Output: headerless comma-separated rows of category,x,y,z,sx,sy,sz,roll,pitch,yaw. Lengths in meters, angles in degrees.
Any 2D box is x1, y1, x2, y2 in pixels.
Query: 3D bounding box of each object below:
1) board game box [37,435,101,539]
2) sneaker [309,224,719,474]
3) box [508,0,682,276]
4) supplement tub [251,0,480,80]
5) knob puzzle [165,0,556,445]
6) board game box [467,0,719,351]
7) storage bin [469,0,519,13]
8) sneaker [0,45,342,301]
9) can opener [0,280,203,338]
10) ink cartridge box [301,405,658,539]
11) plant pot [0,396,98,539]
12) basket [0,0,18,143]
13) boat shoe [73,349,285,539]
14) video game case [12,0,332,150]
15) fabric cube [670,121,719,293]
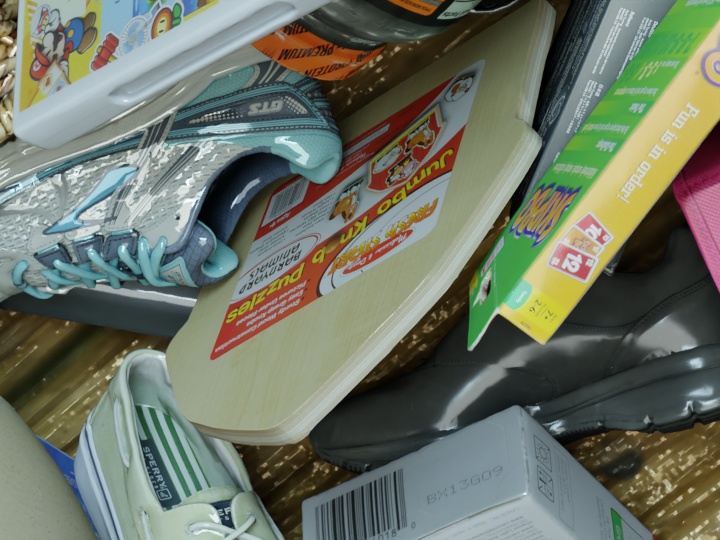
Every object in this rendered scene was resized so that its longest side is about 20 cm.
board game box,-0.178,0.168,1.259,0.200,0.043,0.199,33,106,-7
sneaker,0.072,0.036,1.198,0.200,0.076,0.091,-15,84,11
box,0.114,-0.114,1.104,0.044,0.160,0.200,22,104,-3
supplement tub,0.029,-0.166,1.014,0.123,0.123,0.200,45,119,-5
knob puzzle,0.000,0.000,1.104,0.220,0.220,0.030,-41,113,14
board game box,0.103,-0.056,0.987,0.030,0.096,0.200,38,104,-7
storage bin,-0.022,-0.180,1.139,0.200,0.094,0.135,4,104,6
sneaker,-0.097,-0.024,1.144,0.200,0.078,0.086,-34,76,6
can opener,-0.140,0.001,1.224,0.200,0.053,0.066,6,139,6
ink cartridge box,0.075,0.143,1.202,0.109,0.050,0.200,-26,134,23
plant pot,-0.190,0.116,1.141,0.200,0.200,0.135,-4,69,7
basket,-0.183,-0.066,1.128,0.149,0.200,0.143,28,104,-1
boat shoe,-0.066,0.116,1.168,0.072,0.200,0.062,-12,137,-28
video game case,-0.053,-0.161,0.987,0.182,0.023,0.200,-24,56,40
fabric cube,0.248,-0.004,1.098,0.199,0.196,0.200,-24,99,12
